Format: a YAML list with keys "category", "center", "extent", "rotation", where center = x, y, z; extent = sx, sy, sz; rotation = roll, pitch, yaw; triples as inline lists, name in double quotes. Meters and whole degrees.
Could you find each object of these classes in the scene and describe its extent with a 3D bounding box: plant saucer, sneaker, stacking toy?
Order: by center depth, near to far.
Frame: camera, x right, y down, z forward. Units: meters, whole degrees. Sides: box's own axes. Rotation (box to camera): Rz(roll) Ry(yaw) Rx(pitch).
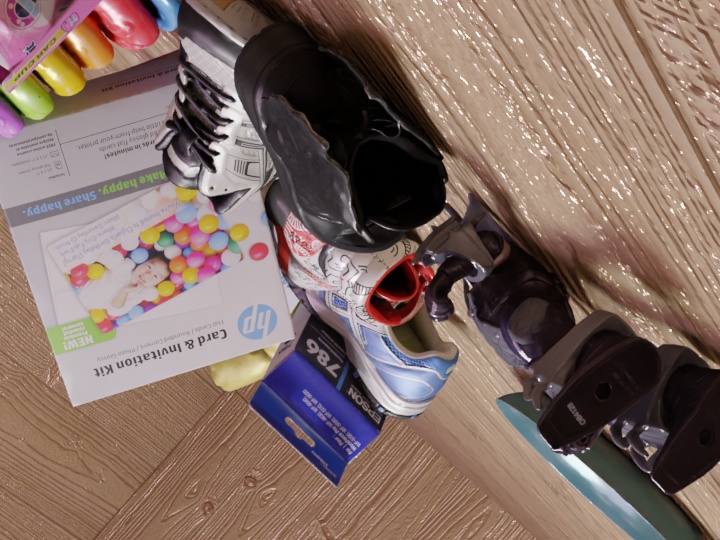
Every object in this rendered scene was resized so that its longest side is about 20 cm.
- category: "sneaker"
  center: [0.001, -0.043, 0.687]
  extent: [0.104, 0.060, 0.200]
  rotation: [45, 173, 36]
- category: "sneaker"
  center: [-0.066, -0.078, 0.765]
  extent: [0.076, 0.088, 0.200]
  rotation: [43, 173, 14]
- category: "stacking toy"
  center: [-0.197, -0.115, 0.823]
  extent: [0.116, 0.200, 0.110]
  rotation: [42, 175, -7]
- category: "sneaker"
  center: [-0.001, 0.001, 1.010]
  extent: [0.108, 0.067, 0.202]
  rotation: [44, 173, 17]
- category: "plant saucer"
  center: [0.181, 0.153, 1.096]
  extent: [0.200, 0.027, 0.200]
  rotation: [43, 175, 5]
- category: "sneaker"
  center: [0.005, 0.014, 1.152]
  extent: [0.201, 0.075, 0.077]
  rotation: [52, 135, 6]

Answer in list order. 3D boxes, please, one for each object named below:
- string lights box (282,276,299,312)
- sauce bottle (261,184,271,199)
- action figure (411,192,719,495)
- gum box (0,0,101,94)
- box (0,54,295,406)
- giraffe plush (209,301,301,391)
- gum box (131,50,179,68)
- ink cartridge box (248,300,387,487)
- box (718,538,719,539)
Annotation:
- category: "string lights box"
  center: [-0.138, -0.043, 1.264]
  extent: [0.200, 0.059, 0.102]
  rotation: [43, -163, 24]
- category: "sauce bottle"
  center: [-0.129, -0.097, 1.206]
  extent: [0.066, 0.066, 0.200]
  rotation: [46, 176, -36]
- category: "action figure"
  center: [0.081, 0.032, 0.652]
  extent: [0.130, 0.070, 0.200]
  rotation: [39, 179, -20]
- category: "gum box"
  center: [-0.184, -0.177, 0.712]
  extent: [0.200, 0.114, 0.066]
  rotation: [38, 174, 40]
- category: "box"
  center: [-0.136, -0.025, 0.937]
  extent: [0.041, 0.154, 0.202]
  rotation: [-118, 14, -55]
- category: "giraffe plush"
  center: [-0.089, 0.006, 1.374]
  extent: [0.164, 0.171, 0.200]
  rotation: [64, -176, -3]
- category: "gum box"
  center: [-0.136, -0.041, 1.005]
  extent: [0.066, 0.112, 0.202]
  rotation: [-117, 7, -60]
- category: "ink cartridge box"
  center: [-0.014, 0.069, 1.190]
  extent: [0.099, 0.039, 0.201]
  rotation: [44, -144, -15]
- category: "box"
  center: [0.223, 0.205, 0.746]
  extent: [0.152, 0.106, 0.200]
  rotation: [41, 175, 16]
